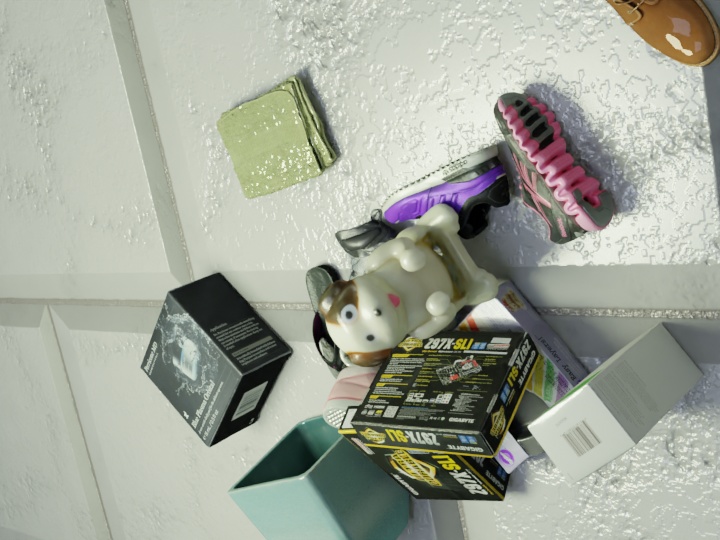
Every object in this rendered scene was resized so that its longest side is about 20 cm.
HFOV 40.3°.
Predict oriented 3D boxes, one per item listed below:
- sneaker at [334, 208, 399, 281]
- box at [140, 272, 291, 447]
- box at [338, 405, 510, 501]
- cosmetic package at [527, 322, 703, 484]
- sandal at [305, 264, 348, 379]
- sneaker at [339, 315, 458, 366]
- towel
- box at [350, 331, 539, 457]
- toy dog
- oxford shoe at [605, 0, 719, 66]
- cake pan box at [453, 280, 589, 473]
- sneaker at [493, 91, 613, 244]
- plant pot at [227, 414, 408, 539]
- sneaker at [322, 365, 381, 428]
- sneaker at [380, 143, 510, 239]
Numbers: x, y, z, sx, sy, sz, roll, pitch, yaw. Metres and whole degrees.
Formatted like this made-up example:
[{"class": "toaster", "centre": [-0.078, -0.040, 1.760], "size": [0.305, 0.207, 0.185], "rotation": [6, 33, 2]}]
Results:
[{"class": "sneaker", "centre": [0.000, 0.000, 1.400], "size": [0.114, 0.075, 0.200], "rotation": [52, 127, 13]}, {"class": "box", "centre": [-0.247, 0.150, 1.645], "size": [0.200, 0.117, 0.197], "rotation": [45, 130, 21]}, {"class": "box", "centre": [0.091, 0.253, 1.358], "size": [0.159, 0.050, 0.200], "rotation": [-10, 136, 38]}, {"class": "cosmetic package", "centre": [0.292, 0.148, 1.111], "size": [0.085, 0.200, 0.108], "rotation": [52, 130, 10]}, {"class": "sandal", "centre": [-0.048, 0.093, 1.493], "size": [0.075, 0.048, 0.202], "rotation": [-14, 97, 43]}, {"class": "sneaker", "centre": [0.055, 0.092, 1.380], "size": [0.200, 0.081, 0.077], "rotation": [-30, 85, 42]}, {"class": "towel", "centre": [-0.128, -0.192, 1.461], "size": [0.199, 0.036, 0.149], "rotation": [-18, 95, 43]}, {"class": "box", "centre": [0.104, 0.149, 1.225], "size": [0.199, 0.160, 0.049], "rotation": [-3, 131, 39]}, {"class": "toy dog", "centre": [0.038, 0.027, 1.213], "size": [0.193, 0.200, 0.140], "rotation": [-15, 104, 45]}, {"class": "oxford shoe", "centre": [0.292, -0.284, 1.032], "size": [0.200, 0.071, 0.071], "rotation": [47, 129, 15]}, {"class": "cake pan box", "centre": [0.198, 0.146, 1.298], "size": [0.200, 0.052, 0.184], "rotation": [51, 134, 14]}, {"class": "sneaker", "centre": [0.212, -0.117, 1.173], "size": [0.201, 0.079, 0.095], "rotation": [58, 145, 9]}, {"class": "plant pot", "centre": [-0.040, 0.350, 1.497], "size": [0.196, 0.196, 0.201], "rotation": [-23, 101, 44]}, {"class": "sneaker", "centre": [0.051, 0.189, 1.433], "size": [0.199, 0.105, 0.076], "rotation": [10, 133, 6]}, {"class": "sneaker", "centre": [0.112, -0.081, 1.270], "size": [0.200, 0.069, 0.100], "rotation": [-24, 92, 44]}]
